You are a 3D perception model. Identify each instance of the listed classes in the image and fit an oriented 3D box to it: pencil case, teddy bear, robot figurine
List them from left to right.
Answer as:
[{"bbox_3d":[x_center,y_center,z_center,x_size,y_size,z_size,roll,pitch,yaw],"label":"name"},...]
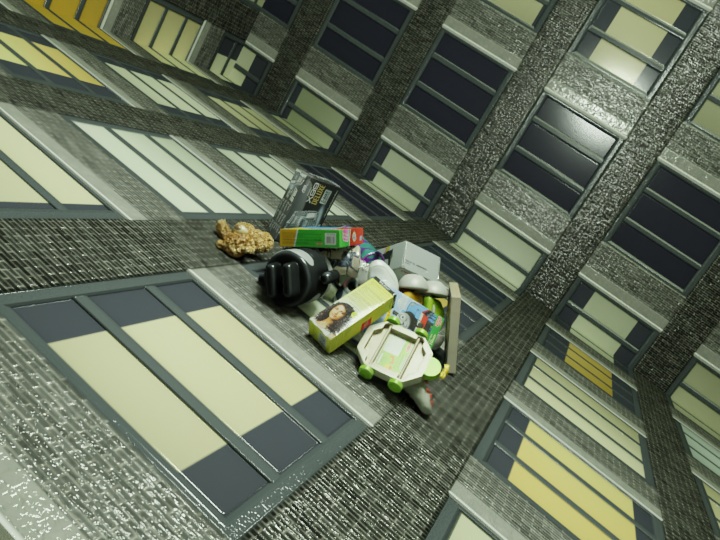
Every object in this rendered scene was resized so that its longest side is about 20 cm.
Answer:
[{"bbox_3d":[-0.278,-0.085,1.572,0.144,0.068,0.199,35,15,19],"label":"teddy bear"},{"bbox_3d":[-0.138,0.016,1.442,0.149,0.126,0.199,39,16,14],"label":"robot figurine"},{"bbox_3d":[-0.091,-0.022,1.587,0.194,0.080,0.089,0,-2,-7],"label":"pencil case"},{"bbox_3d":[-0.008,-0.053,1.814,0.091,0.086,0.200,25,12,-37],"label":"pencil case"}]

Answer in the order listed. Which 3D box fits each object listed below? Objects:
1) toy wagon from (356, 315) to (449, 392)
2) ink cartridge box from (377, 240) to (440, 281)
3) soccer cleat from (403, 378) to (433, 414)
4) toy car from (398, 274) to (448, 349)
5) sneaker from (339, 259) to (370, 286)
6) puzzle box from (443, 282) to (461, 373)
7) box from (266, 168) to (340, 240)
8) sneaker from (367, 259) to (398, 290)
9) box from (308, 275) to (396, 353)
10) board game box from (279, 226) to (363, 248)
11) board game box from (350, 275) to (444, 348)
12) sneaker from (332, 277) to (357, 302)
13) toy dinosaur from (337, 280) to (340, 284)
[{"bbox_3d":[0.091,0.185,1.358,0.196,0.040,0.156,23,51,15],"label":"toy wagon"},{"bbox_3d":[0.119,-0.006,1.898,0.143,0.085,0.198,23,-23,-32],"label":"ink cartridge box"},{"bbox_3d":[0.095,0.228,1.394,0.070,0.076,0.203,75,-9,-55],"label":"soccer cleat"},{"bbox_3d":[0.135,0.111,1.695,0.147,0.181,0.197,-4,-14,43],"label":"toy car"},{"bbox_3d":[0.000,0.000,1.671,0.074,0.091,0.197,-27,11,-38],"label":"sneaker"},{"bbox_3d":[0.239,0.146,1.681,0.025,0.206,0.133,3,16,4],"label":"puzzle box"},{"bbox_3d":[-0.159,-0.173,1.823,0.050,0.203,0.156,37,15,33],"label":"box"},{"bbox_3d":[0.063,0.076,1.552,0.073,0.206,0.100,-13,4,3],"label":"sneaker"},{"bbox_3d":[-0.015,0.092,1.389,0.198,0.051,0.075,-33,58,-33],"label":"box"},{"bbox_3d":[-0.090,-0.081,1.557,0.148,0.042,0.200,2,6,15],"label":"board game box"},{"bbox_3d":[0.078,0.131,1.487,0.197,0.154,0.037,30,-18,-7],"label":"board game box"},{"bbox_3d":[-0.003,0.091,1.558,0.069,0.083,0.200,21,19,-41],"label":"sneaker"},{"bbox_3d":[-0.025,-0.001,1.844,0.100,0.059,0.200,31,15,-2],"label":"toy dinosaur"}]
